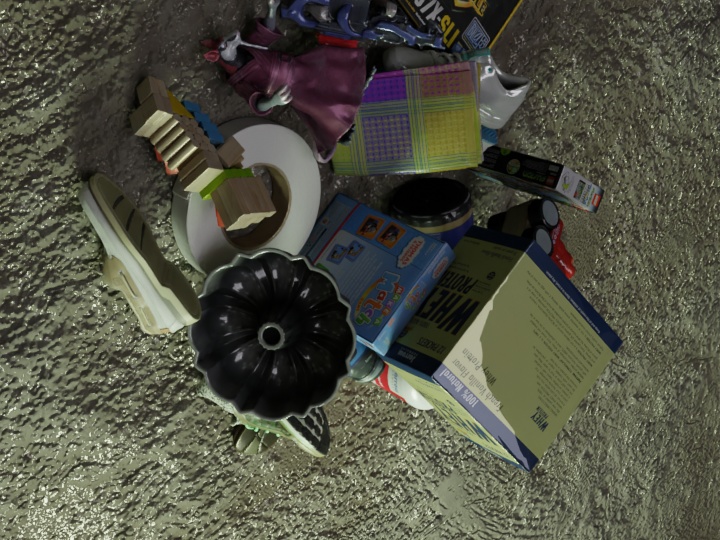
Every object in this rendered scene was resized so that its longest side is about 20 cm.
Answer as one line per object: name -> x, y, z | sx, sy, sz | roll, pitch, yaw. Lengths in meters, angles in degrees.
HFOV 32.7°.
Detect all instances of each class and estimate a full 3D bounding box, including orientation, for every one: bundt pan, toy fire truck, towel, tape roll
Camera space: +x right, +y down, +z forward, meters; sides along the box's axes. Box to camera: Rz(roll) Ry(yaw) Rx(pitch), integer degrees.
bundt pan -> -0.097, 0.067, 1.432 | 0.076, 0.199, 0.204 | -54, 158, -75
toy fire truck -> 0.245, 0.028, 1.691 | 0.200, 0.128, 0.177 | 42, 49, -29
towel -> 0.055, -0.184, 1.517 | 0.197, 0.023, 0.145 | -6, 123, 6
tape roll -> -0.134, -0.081, 1.463 | 0.201, 0.037, 0.205 | -20, 122, -35

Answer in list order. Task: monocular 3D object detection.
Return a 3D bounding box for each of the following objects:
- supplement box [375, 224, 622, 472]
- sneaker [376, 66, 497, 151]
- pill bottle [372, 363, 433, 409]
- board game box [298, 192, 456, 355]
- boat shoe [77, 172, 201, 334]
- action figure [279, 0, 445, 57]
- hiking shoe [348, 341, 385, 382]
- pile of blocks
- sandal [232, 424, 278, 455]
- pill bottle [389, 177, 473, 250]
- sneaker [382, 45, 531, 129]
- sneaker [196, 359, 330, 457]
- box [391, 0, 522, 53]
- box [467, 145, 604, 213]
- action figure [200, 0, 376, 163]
supplement box -> 0.167, 0.092, 1.474 | 0.200, 0.134, 0.200 | 44, 78, -27
sneaker -> 0.083, -0.192, 1.589 | 0.199, 0.077, 0.081 | 26, 133, -31
pill bottle -> 0.067, 0.113, 1.625 | 0.112, 0.199, 0.114 | -25, 127, -37
board game box -> 0.000, 0.000, 1.512 | 0.152, 0.199, 0.037 | -53, 136, -10
boat shoe -> -0.256, -0.010, 1.349 | 0.068, 0.075, 0.201 | -25, 113, 15
action figure -> 0.011, -0.323, 1.435 | 0.198, 0.105, 0.196 | 17, 106, -11
hiking shoe -> -0.008, 0.039, 1.568 | 0.086, 0.074, 0.203 | 17, 64, -46
pile of blocks -> -0.180, -0.122, 1.356 | 0.201, 0.062, 0.082 | 51, 33, -7
sandal -> -0.099, 0.153, 1.603 | 0.081, 0.055, 0.201 | 31, 101, -41
pill bottle -> 0.103, -0.014, 1.670 | 0.111, 0.111, 0.202 | -29, 127, -31
sneaker -> 0.123, -0.251, 1.540 | 0.198, 0.076, 0.089 | 16, 138, -29
sneaker -> -0.122, 0.173, 1.541 | 0.199, 0.088, 0.077 | 40, 39, -19
box -> 0.117, -0.360, 1.566 | 0.160, 0.049, 0.200 | -54, 136, -7
box -> 0.219, -0.132, 1.660 | 0.110, 0.199, 0.035 | 23, 90, -46
action figure -> -0.089, -0.225, 1.398 | 0.198, 0.149, 0.136 | 16, 70, -15
